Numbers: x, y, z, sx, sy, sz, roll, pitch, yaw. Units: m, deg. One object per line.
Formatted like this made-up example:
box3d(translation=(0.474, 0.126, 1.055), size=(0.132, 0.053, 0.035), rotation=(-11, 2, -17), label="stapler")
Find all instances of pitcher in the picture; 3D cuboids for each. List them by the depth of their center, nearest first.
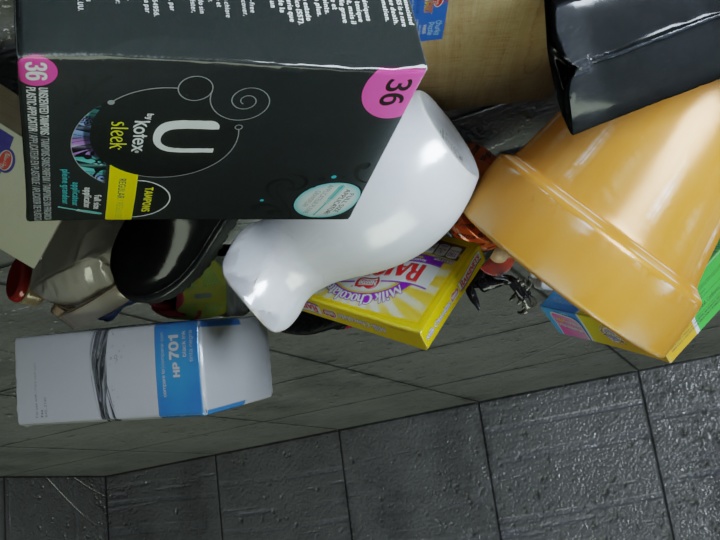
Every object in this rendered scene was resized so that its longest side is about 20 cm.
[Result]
box3d(translation=(-0.007, -0.061, 0.732), size=(0.198, 0.173, 0.121), rotation=(-35, 112, 20), label="pitcher")

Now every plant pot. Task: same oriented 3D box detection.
box3d(translation=(0.209, -0.067, 0.703), size=(0.185, 0.200, 0.199), rotation=(-56, 148, 11), label="plant pot")

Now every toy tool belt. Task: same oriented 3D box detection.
box3d(translation=(-0.248, 0.001, 0.868), size=(0.121, 0.128, 0.198), rotation=(17, 153, -38), label="toy tool belt")

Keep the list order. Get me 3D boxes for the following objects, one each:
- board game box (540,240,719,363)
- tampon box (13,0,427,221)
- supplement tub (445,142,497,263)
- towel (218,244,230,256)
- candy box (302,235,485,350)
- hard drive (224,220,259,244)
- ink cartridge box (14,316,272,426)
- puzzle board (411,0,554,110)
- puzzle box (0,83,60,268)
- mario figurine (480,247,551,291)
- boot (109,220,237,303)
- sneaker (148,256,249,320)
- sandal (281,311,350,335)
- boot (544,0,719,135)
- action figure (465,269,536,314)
box3d(translation=(0.279, 0.007, 0.869), size=(0.153, 0.040, 0.200), rotation=(-44, -167, -10), label="board game box")
box3d(translation=(-0.086, -0.117, 0.500), size=(0.195, 0.129, 0.150), rotation=(-2, 154, -19), label="tampon box")
box3d(translation=(0.050, -0.040, 0.874), size=(0.121, 0.125, 0.198), rotation=(5, 158, -39), label="supplement tub")
box3d(translation=(-0.085, -0.007, 1.053), size=(0.197, 0.050, 0.111), rotation=(3, 161, -36), label="towel")
box3d(translation=(0.000, 0.000, 0.779), size=(0.197, 0.103, 0.027), rotation=(14, 147, 36), label="candy box")
box3d(translation=(-0.110, -0.070, 0.865), size=(0.129, 0.026, 0.200), rotation=(-4, 163, -15), label="hard drive")
box3d(translation=(-0.202, 0.094, 0.854), size=(0.195, 0.088, 0.146), rotation=(-5, 177, 18), label="ink cartridge box")
box3d(translation=(0.084, -0.169, 0.647), size=(0.147, 0.018, 0.200), rotation=(-7, 163, -1), label="puzzle board")
box3d(translation=(-0.272, -0.075, 0.651), size=(0.132, 0.026, 0.199), rotation=(34, 149, -16), label="puzzle box")
box3d(translation=(0.177, -0.047, 0.920), size=(0.104, 0.126, 0.199), rotation=(-6, 160, -38), label="mario figurine")
box3d(translation=(-0.161, -0.067, 0.678), size=(0.211, 0.080, 0.157), rotation=(-47, 153, 16), label="boot")
box3d(translation=(-0.194, 0.011, 0.940), size=(0.089, 0.080, 0.198), rotation=(-9, -174, -34), label="sneaker")
box3d(translation=(-0.014, 0.022, 0.838), size=(0.196, 0.077, 0.045), rotation=(-2, 173, 27), label="sandal")
box3d(translation=(0.227, -0.128, 0.585), size=(0.196, 0.168, 0.066), rotation=(-18, -163, -1), label="boot")
box3d(translation=(0.177, -0.010, 1.053), size=(0.196, 0.121, 0.102), rotation=(-18, 145, 9), label="action figure")
